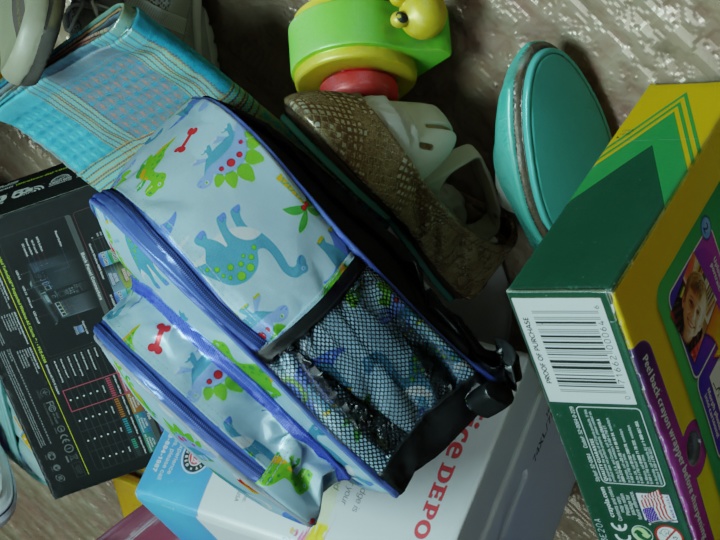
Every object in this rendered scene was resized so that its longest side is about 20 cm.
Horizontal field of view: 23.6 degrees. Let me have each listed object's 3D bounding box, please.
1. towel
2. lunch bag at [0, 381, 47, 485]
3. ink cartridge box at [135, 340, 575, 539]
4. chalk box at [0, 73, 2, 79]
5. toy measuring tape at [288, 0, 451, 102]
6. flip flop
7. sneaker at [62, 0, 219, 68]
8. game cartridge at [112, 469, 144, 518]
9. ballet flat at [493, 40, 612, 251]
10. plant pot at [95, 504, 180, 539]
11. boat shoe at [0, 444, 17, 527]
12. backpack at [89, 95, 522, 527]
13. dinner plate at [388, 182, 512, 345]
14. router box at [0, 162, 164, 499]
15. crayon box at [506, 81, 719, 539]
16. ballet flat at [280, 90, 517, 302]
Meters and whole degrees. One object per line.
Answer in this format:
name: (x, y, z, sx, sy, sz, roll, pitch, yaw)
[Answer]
towel: (-0.096, -0.061, 0.964, 0.199, 0.022, 0.146, 38, 142, -27)
lunch bag: (-0.247, 0.046, 1.216, 0.160, 0.077, 0.202, 34, 145, 39)
ink cartridge box: (0.005, 0.120, 1.016, 0.198, 0.148, 0.146, 14, 157, 27)
chalk box: (-0.337, -0.092, 1.113, 0.125, 0.124, 0.200, 45, 122, -6)
toy measuring tape: (-0.025, -0.104, 0.928, 0.074, 0.074, 0.199, 50, 141, -11)
flip flop: (-0.203, -0.177, 0.945, 0.057, 0.201, 0.081, 5, 134, -23)
sneaker: (-0.129, -0.157, 0.957, 0.074, 0.082, 0.202, 11, 133, 31)
game cartridge: (-0.104, 0.247, 1.351, 0.175, 0.032, 0.202, 16, 133, 28)
ballet flat: (0.107, -0.025, 0.902, 0.070, 0.067, 0.201, 5, 128, 55)
plant pot: (-0.110, 0.231, 1.174, 0.198, 0.179, 0.201, 23, 139, 22)
boat shoe: (-0.308, 0.093, 1.200, 0.200, 0.073, 0.067, 50, 149, 11)
backpack: (-0.050, 0.021, 0.856, 0.200, 0.147, 0.183, 48, 172, -11)
dinner plate: (0.000, 0.000, 1.044, 0.199, 0.024, 0.202, 22, 137, 21)
router box: (-0.159, 0.028, 1.092, 0.148, 0.062, 0.202, -18, 114, 2)
crayon box: (0.157, 0.039, 0.830, 0.058, 0.173, 0.201, 0, 125, 35)
ballet flat: (0.027, -0.051, 0.897, 0.071, 0.065, 0.200, 54, -174, 34)
